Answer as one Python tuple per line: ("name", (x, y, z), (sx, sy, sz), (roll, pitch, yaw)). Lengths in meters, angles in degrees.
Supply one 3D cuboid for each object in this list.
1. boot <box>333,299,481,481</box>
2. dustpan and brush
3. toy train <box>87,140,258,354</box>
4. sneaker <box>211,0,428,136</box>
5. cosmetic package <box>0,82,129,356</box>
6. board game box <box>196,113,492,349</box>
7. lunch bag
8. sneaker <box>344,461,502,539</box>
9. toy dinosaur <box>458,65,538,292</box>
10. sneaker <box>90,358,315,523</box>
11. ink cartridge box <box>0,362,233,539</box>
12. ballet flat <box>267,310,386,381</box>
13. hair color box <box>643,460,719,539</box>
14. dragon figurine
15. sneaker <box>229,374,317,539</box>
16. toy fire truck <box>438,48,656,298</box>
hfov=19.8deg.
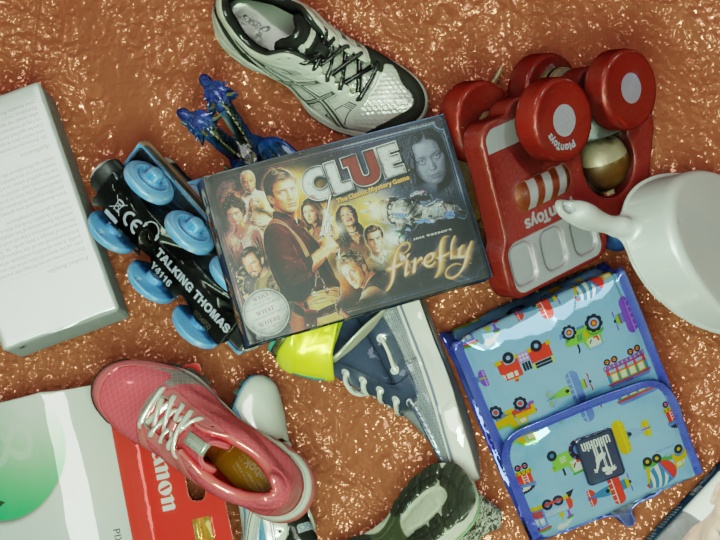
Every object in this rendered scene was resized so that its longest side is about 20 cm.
("boot", (0.028, 0.090, 1.682), (0.090, 0.073, 0.201), (-21, 74, 6))
("dustpan and brush", (0.232, -0.030, 1.638), (0.057, 0.200, 0.140), (-20, 61, 37))
("toy train", (-0.134, -0.017, 1.673), (0.200, 0.114, 0.087), (47, 118, 13))
("sneaker", (-0.037, -0.171, 1.702), (0.200, 0.088, 0.076), (26, 83, 4))
("cosmetic package", (-0.272, -0.041, 1.703), (0.101, 0.071, 0.201), (-19, 83, 0))
("board game box", (-0.012, -0.031, 1.601), (0.199, 0.035, 0.136), (-16, 85, -12))
("lunch bag", (0.174, 0.115, 1.669), (0.150, 0.094, 0.201), (-24, 95, -2))
("sneaker", (0.038, 0.240, 1.654), (0.200, 0.089, 0.077), (-41, 45, 20))
("toy dinosaur", (0.092, -0.060, 1.709), (0.106, 0.060, 0.201), (-12, 70, -10))
("sneaker", (-0.125, 0.125, 1.602), (0.200, 0.087, 0.074), (30, 89, 12))
("ink cartridge box", (-0.213, 0.172, 1.662), (0.199, 0.050, 0.162), (-14, 82, 19))
("ballet flat", (0.000, 0.000, 1.648), (0.067, 0.067, 0.200), (28, 78, 9))
("hair color box", (0.289, 0.225, 1.653), (0.100, 0.061, 0.200), (44, 86, 6))
("dragon figurine", (-0.071, -0.073, 1.684), (0.059, 0.099, 0.200), (-44, 84, -3))
("sneaker", (-0.067, 0.182, 1.662), (0.072, 0.072, 0.201), (-5, 89, 31))
("toy fire truck", (0.163, -0.084, 1.660), (0.200, 0.112, 0.169), (-25, 108, -38))
